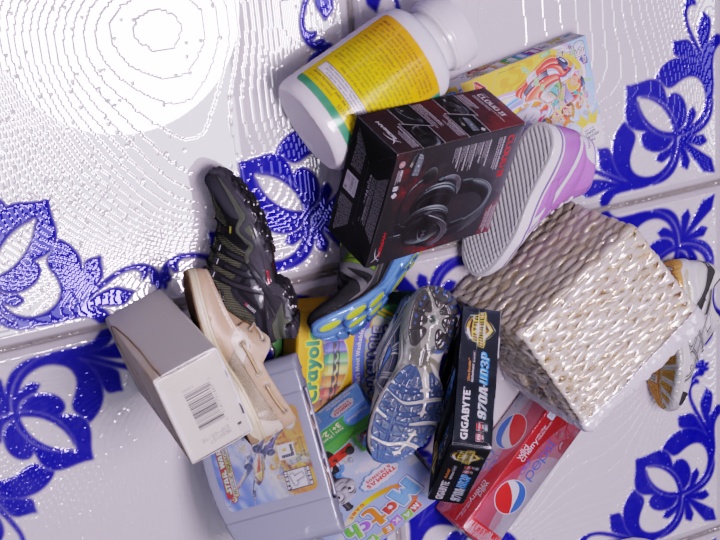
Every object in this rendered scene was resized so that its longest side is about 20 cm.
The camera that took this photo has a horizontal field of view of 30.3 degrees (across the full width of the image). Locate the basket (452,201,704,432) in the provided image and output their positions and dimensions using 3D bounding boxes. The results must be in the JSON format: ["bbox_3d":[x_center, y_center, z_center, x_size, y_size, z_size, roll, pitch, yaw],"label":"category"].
[{"bbox_3d":[0.247,0.043,1.538,0.200,0.198,0.161,-41,116,-8],"label":"basket"}]

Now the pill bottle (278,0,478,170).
[{"bbox_3d":[0.022,-0.205,1.407,0.200,0.113,0.113,-37,117,-12],"label":"pill bottle"}]

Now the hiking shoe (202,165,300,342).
[{"bbox_3d":[-0.138,-0.008,1.409,0.100,0.076,0.201,-20,97,6],"label":"hiking shoe"}]

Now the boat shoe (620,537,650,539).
[{"bbox_3d":[0.409,0.412,1.797,0.199,0.066,0.072,16,98,-28],"label":"boat shoe"}]

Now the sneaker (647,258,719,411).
[{"bbox_3d":[0.423,0.084,1.700,0.087,0.076,0.201,-4,107,-24],"label":"sneaker"}]

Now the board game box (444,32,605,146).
[{"bbox_3d":[0.181,-0.178,1.533,0.199,0.034,0.135,-23,114,-17],"label":"board game box"}]

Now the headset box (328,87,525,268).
[{"bbox_3d":[0.077,-0.102,1.409,0.199,0.077,0.149,-15,138,-35],"label":"headset box"}]

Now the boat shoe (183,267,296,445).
[{"bbox_3d":[-0.127,0.081,1.386,0.064,0.071,0.201,-24,109,-10],"label":"boat shoe"}]

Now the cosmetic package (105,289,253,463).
[{"bbox_3d":[-0.187,0.103,1.351,0.073,0.200,0.104,-28,114,-15],"label":"cosmetic package"}]

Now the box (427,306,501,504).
[{"bbox_3d":[0.115,0.154,1.481,0.046,0.200,0.160,8,64,-1],"label":"box"}]

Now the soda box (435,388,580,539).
[{"bbox_3d":[0.185,0.240,1.639,0.063,0.070,0.200,39,87,-29],"label":"soda box"}]

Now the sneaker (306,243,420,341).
[{"bbox_3d":[0.000,0.000,1.463,0.082,0.071,0.200,32,61,11],"label":"sneaker"}]

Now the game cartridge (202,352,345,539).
[{"bbox_3d":[-0.105,0.204,1.448,0.132,0.042,0.201,-17,86,5],"label":"game cartridge"}]

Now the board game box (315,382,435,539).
[{"bbox_3d":[-0.009,0.238,1.534,0.151,0.037,0.200,-38,128,3],"label":"board game box"}]

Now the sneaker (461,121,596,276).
[{"bbox_3d":[0.204,-0.072,1.531,0.114,0.073,0.201,6,125,-45],"label":"sneaker"}]

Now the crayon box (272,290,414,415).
[{"bbox_3d":[-0.020,0.095,1.511,0.199,0.052,0.127,-3,106,-24],"label":"crayon box"}]

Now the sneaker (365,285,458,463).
[{"bbox_3d":[0.050,0.115,1.465,0.077,0.085,0.201,22,82,-22],"label":"sneaker"}]
